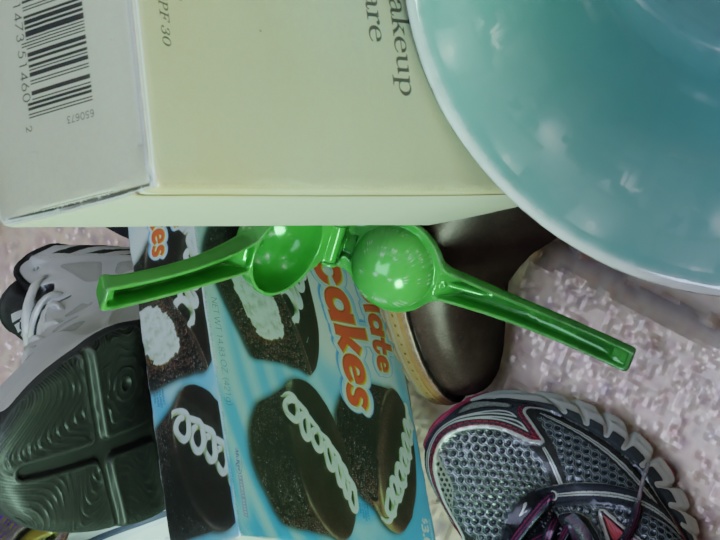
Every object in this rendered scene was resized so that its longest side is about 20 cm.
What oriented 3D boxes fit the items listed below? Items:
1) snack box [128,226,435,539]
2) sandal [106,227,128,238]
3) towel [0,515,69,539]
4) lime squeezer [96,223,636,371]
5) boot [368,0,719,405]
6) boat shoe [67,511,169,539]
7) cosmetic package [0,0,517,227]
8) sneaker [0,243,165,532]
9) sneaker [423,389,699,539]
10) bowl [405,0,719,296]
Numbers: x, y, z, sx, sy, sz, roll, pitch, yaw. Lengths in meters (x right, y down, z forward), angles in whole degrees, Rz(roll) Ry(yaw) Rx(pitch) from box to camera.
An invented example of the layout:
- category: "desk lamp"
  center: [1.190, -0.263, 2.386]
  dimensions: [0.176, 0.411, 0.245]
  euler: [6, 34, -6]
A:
- category: "snack box"
  center: [-0.034, 0.013, 0.789]
  dimensions: [0.037, 0.116, 0.202]
  euler: [-24, 66, 33]
- category: "sandal"
  center: [-0.133, -0.073, 0.917]
  dimensions: [0.199, 0.043, 0.077]
  euler: [33, 108, 28]
- category: "towel"
  center: [-0.177, 0.105, 0.908]
  dimensions: [0.199, 0.144, 0.023]
  euler: [-30, 118, 33]
- category: "lime squeezer"
  center: [0.000, 0.000, 0.736]
  dimensions: [0.071, 0.198, 0.038]
  euler: [-143, 64, -66]
- category: "boot"
  center: [0.090, -0.039, 0.762]
  dimensions: [0.165, 0.072, 0.202]
  euler: [5, 108, 21]
- category: "boat shoe"
  center: [-0.102, 0.118, 0.899]
  dimensions: [0.199, 0.073, 0.067]
  euler: [-26, 97, 37]
- category: "cosmetic package"
  center: [-0.022, -0.068, 0.658]
  dimensions: [0.073, 0.199, 0.105]
  euler: [-10, 86, 41]
- category: "sneaker"
  center: [-0.111, 0.042, 0.817]
  dimensions: [0.114, 0.200, 0.076]
  euler: [3, 110, 30]
- category: "sneaker"
  center: [0.096, 0.119, 0.759]
  dimensions: [0.200, 0.074, 0.081]
  euler: [44, 114, 25]
- category: "bowl"
  center: [0.122, -0.105, 0.644]
  dimensions: [0.199, 0.105, 0.203]
  euler: [10, 122, 16]
